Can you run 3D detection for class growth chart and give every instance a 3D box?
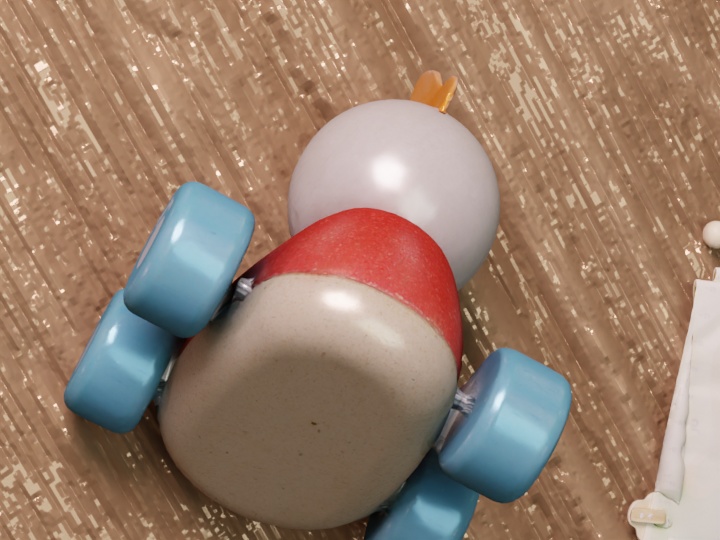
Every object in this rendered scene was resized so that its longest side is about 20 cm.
[{"bbox_3d":[0.208,0.072,1.204,0.145,0.018,0.200,18,85,-22],"label":"growth chart"}]

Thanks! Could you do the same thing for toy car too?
[{"bbox_3d":[0.000,0.000,1.067,0.184,0.177,0.200,28,53,-7],"label":"toy car"}]
